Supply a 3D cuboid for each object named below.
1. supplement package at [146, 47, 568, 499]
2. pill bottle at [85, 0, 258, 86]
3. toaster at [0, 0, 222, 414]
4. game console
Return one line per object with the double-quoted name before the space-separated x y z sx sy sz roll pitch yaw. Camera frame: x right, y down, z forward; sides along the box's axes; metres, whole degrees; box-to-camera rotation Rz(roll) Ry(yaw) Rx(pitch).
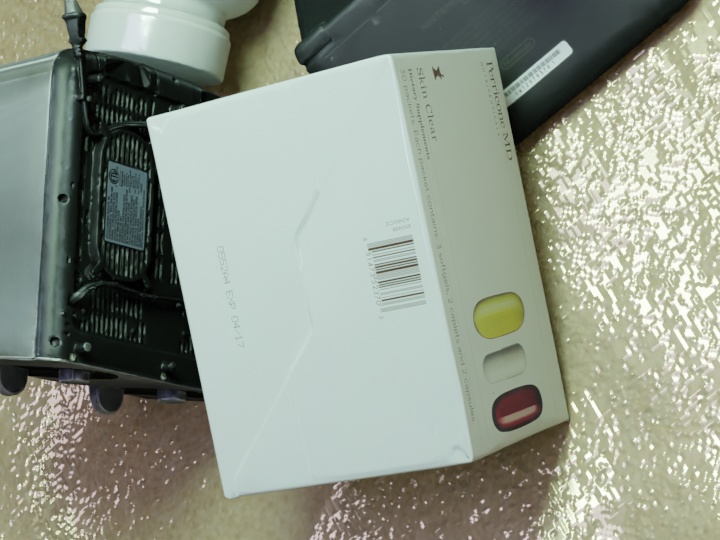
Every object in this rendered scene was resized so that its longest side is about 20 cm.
"supplement package" 0.000 0.000 1.124 0.155 0.111 0.202 -11 92 32
"pill bottle" -0.102 -0.214 1.270 0.112 0.112 0.202 7 83 35
"toaster" -0.145 -0.026 1.217 0.118 0.180 0.202 -6 77 34
"game console" 0.067 -0.167 1.203 0.200 0.116 0.176 -40 91 22
